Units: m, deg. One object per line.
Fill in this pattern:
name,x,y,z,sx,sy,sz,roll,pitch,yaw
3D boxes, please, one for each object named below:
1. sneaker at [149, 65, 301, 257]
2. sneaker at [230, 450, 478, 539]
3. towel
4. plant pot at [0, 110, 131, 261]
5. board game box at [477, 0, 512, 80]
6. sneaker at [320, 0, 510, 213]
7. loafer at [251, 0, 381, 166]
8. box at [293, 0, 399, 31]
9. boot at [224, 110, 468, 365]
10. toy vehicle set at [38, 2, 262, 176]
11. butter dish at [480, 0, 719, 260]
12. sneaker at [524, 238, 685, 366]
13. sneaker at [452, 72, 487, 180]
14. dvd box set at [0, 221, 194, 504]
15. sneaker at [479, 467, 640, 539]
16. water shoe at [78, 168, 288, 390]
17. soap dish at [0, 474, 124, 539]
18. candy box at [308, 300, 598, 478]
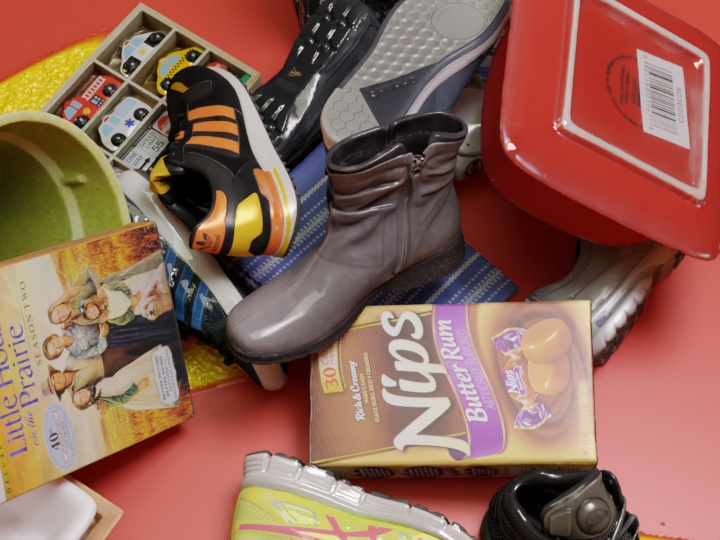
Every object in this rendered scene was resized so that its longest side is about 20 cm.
sneaker,-0.117,-0.085,1.209,0.090,0.070,0.200,-4,43,-30
sneaker,0.001,0.196,1.134,0.200,0.078,0.090,18,72,12
towel,0.000,0.000,1.271,0.200,0.024,0.145,39,65,16
plant pot,-0.293,-0.009,1.160,0.184,0.200,0.201,2,56,33
board game box,0.103,-0.212,1.288,0.135,0.200,0.035,3,55,-1
sneaker,0.040,-0.116,1.245,0.077,0.146,0.202,30,61,23
loafer,-0.049,-0.123,1.309,0.068,0.070,0.201,31,79,37
box,0.028,-0.275,1.321,0.163,0.200,0.086,-10,60,-7
boot,-0.015,-0.029,1.139,0.200,0.132,0.070,-32,51,-23
toy vehicle set,-0.184,-0.111,1.320,0.124,0.027,0.200,31,64,14
butter dish,0.155,-0.100,1.208,0.199,0.148,0.200,24,56,-24
sneaker,0.201,-0.027,1.258,0.082,0.075,0.200,34,65,14
sneaker,0.105,-0.106,1.307,0.200,0.074,0.089,5,66,9
dvd box set,-0.195,0.056,1.107,0.029,0.200,0.147,-5,99,35
sneaker,0.171,0.201,1.108,0.199,0.114,0.076,37,67,15
water shoe,-0.131,0.020,1.225,0.079,0.072,0.200,-38,77,0
soap dish,-0.283,0.179,1.122,0.200,0.081,0.157,30,64,14
candy box,0.065,0.085,1.177,0.200,0.056,0.117,-2,72,7
